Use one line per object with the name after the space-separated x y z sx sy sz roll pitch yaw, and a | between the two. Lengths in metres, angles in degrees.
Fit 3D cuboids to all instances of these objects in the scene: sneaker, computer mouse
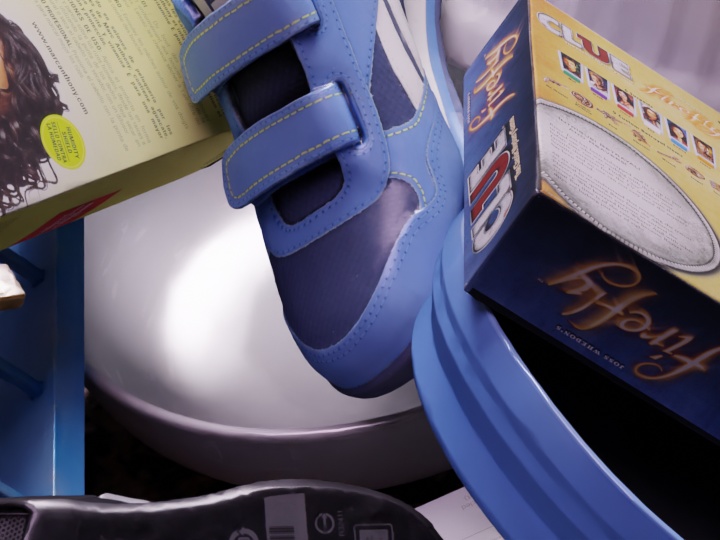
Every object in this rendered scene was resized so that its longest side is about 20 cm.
-0.017 -0.058 0.842 0.074 0.082 0.201 -29 58 39 | sneaker
-0.074 0.067 0.746 0.199 0.046 0.141 -5 76 -23 | computer mouse

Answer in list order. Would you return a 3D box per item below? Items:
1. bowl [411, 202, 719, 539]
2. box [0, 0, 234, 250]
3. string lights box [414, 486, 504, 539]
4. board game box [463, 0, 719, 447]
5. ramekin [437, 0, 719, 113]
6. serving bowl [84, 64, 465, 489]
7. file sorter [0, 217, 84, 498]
0.099 0.055 0.763 0.039 0.200 0.201 -53 38 22 | bowl
-0.101 -0.047 0.832 0.050 0.076 0.200 -33 -3 35 | box
0.071 0.138 0.760 0.102 0.059 0.200 -23 43 -5 | string lights box
0.118 0.013 0.774 0.035 0.199 0.136 -53 14 23 | board game box
0.103 -0.120 0.925 0.199 0.098 0.201 11 23 -5 | ramekin
0.000 0.000 0.922 0.199 0.066 0.201 -9 43 8 | serving bowl
-0.171 0.045 0.844 0.138 0.122 0.201 -35 39 27 | file sorter
